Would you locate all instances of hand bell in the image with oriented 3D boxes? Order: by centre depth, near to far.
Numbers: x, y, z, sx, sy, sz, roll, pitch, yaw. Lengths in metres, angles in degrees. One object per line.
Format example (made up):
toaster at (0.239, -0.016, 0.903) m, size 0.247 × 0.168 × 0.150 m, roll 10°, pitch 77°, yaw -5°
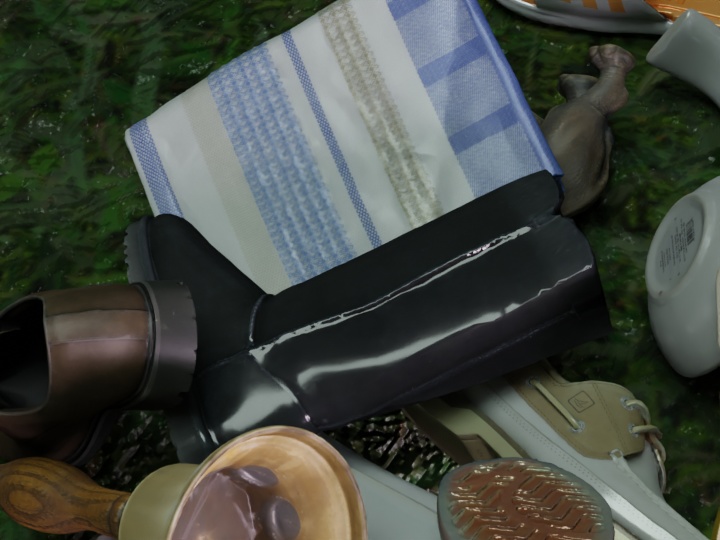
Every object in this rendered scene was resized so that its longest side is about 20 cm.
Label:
hand bell at (-0.100, 0.105, 0.854) m, size 0.199 × 0.104 × 0.104 m, roll 6°, pitch 54°, yaw 48°

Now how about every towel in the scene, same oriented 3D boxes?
towel at (-0.012, -0.053, 0.984) m, size 0.199 × 0.024 × 0.148 m, roll -29°, pitch 72°, yaw 13°

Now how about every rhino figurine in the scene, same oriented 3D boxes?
rhino figurine at (0.038, -0.068, 1.012) m, size 0.199 × 0.060 × 0.088 m, roll 3°, pitch 68°, yaw 20°

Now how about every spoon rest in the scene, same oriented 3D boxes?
spoon rest at (0.172, -0.037, 0.949) m, size 0.060 × 0.099 × 0.201 m, roll 21°, pitch 47°, yaw -18°

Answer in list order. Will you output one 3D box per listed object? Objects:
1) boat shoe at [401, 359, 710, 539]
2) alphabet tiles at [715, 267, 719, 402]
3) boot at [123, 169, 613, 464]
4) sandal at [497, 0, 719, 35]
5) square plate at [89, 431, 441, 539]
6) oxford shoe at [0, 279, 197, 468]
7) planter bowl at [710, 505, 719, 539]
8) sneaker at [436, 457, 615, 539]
boat shoe at (0.100, 0.081, 0.885) m, size 0.068 × 0.075 × 0.200 m, roll -46°, pitch 57°, yaw -11°
alphabet tiles at (0.251, 0.040, 0.845) m, size 0.199 × 0.015 × 0.197 m, roll -1°, pitch 90°, yaw 12°
boot at (0.000, 0.001, 0.917) m, size 0.199 × 0.066 × 0.165 m, roll -27°, pitch 50°, yaw 7°
sandal at (0.163, -0.165, 1.048) m, size 0.205 × 0.059 × 0.079 m, roll 14°, pitch 60°, yaw 22°
square plate at (-0.051, 0.140, 0.862) m, size 0.198 × 0.029 × 0.199 m, roll -39°, pitch 41°, yaw -27°
oxford shoe at (-0.147, 0.045, 0.907) m, size 0.084 × 0.200 × 0.073 m, roll 1°, pitch 70°, yaw -26°
planter bowl at (0.200, 0.132, 0.794) m, size 0.199 × 0.083 × 0.202 m, roll 4°, pitch 80°, yaw -25°
sneaker at (0.077, 0.146, 0.769) m, size 0.071 × 0.080 × 0.200 m, roll -7°, pitch 27°, yaw -14°
